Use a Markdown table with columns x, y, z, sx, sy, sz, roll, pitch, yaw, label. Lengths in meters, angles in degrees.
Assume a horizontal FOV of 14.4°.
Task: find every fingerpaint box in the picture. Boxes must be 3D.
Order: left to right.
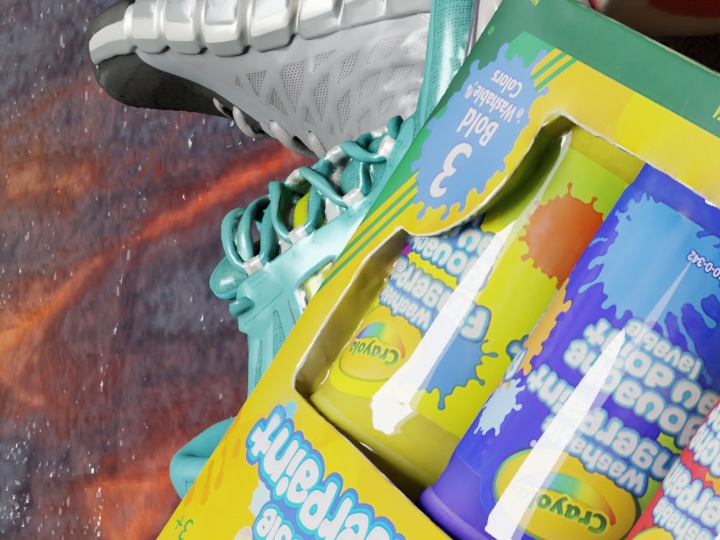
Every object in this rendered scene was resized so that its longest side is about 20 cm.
| x | y | z | sx | sy | sz | roll | pitch | yaw | label |
| --- | --- | --- | --- | --- | --- | --- | --- | --- | --- |
| 0.056 | 0.043 | 0.610 | 0.167 | 0.073 | 0.200 | -57 | 31 | 4 | fingerpaint box |

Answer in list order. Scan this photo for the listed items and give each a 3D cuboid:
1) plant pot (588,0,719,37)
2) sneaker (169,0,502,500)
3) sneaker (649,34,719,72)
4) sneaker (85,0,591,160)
| x | y | z | sx | sy | sz | roll | pitch | yaw | label |
| --- | --- | --- | --- | --- | --- | --- | --- | --- | --- |
| 0.107 | -0.165 | 0.729 | 0.200 | 0.200 | 0.177 | -25 | 76 | 50 | plant pot |
| 0.000 | 0.000 | 0.753 | 0.080 | 0.078 | 0.200 | 24 | 119 | 8 | sneaker |
| 0.064 | -0.086 | 0.864 | 0.112 | 0.071 | 0.200 | -19 | 72 | 48 | sneaker |
| -0.004 | -0.033 | 0.835 | 0.200 | 0.075 | 0.116 | -6 | 92 | 44 | sneaker |
